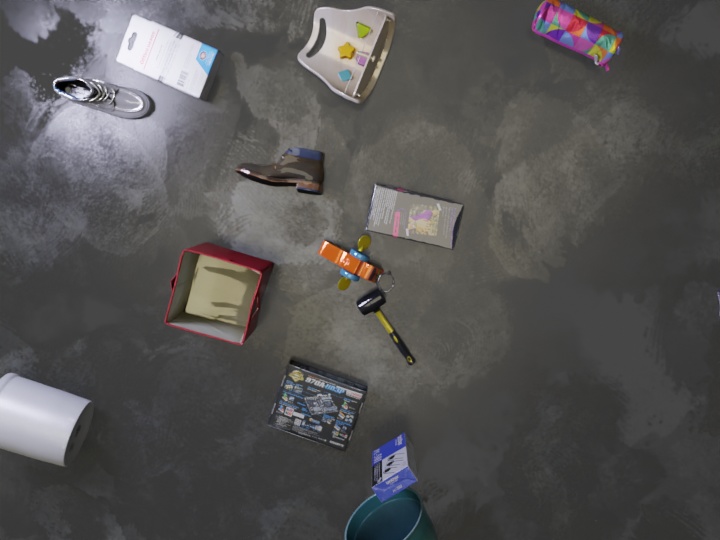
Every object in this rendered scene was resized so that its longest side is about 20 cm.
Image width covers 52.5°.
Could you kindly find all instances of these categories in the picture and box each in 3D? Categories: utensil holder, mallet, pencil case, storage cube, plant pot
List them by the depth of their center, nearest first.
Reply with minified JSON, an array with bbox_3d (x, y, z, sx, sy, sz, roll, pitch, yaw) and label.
[{"bbox_3d":[0.469,-0.515,1.580,0.200,0.088,0.088,28,97,0],"label":"pencil case"},{"bbox_3d":[-0.309,0.045,1.624,0.200,0.180,0.171,16,98,0],"label":"storage cube"},{"bbox_3d":[-0.743,0.345,1.683,0.200,0.170,0.170,18,97,-3],"label":"utensil holder"},{"bbox_3d":[0.096,0.641,1.693,0.200,0.200,0.188,-29,111,5],"label":"plant pot"},{"bbox_3d":[0.075,0.131,1.699,0.066,0.041,0.200,-40,99,9],"label":"mallet"}]

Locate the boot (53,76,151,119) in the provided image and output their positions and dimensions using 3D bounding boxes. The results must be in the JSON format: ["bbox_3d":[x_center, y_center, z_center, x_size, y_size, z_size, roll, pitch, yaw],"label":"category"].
[{"bbox_3d":[-0.574,-0.383,1.618,0.200,0.096,0.074,10,98,0],"label":"boot"}]

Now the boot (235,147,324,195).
[{"bbox_3d":[-0.176,-0.237,1.647,0.200,0.075,0.097,13,86,-7],"label":"boot"}]

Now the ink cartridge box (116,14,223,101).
[{"bbox_3d":[-0.420,-0.470,1.616,0.200,0.068,0.116,24,97,-2],"label":"ink cartridge box"}]

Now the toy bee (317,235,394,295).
[{"bbox_3d":[0.000,0.000,1.660,0.131,0.109,0.200,-43,69,14],"label":"toy bee"}]

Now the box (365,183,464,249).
[{"bbox_3d":[0.117,-0.121,1.619,0.200,0.122,0.106,13,97,-1],"label":"box"}]

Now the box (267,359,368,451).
[{"bbox_3d":[-0.100,0.319,1.720,0.200,0.046,0.159,19,97,-1],"label":"box"}]

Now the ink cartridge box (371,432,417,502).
[{"bbox_3d":[0.075,0.441,1.653,0.094,0.200,0.044,-32,96,5],"label":"ink cartridge box"}]

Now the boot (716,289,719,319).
[{"bbox_3d":[0.871,0.133,1.664,0.090,0.073,0.200,-9,89,10],"label":"boot"}]

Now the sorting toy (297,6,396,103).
[{"bbox_3d":[-0.038,-0.485,1.595,0.180,0.107,0.200,24,98,6],"label":"sorting toy"}]
